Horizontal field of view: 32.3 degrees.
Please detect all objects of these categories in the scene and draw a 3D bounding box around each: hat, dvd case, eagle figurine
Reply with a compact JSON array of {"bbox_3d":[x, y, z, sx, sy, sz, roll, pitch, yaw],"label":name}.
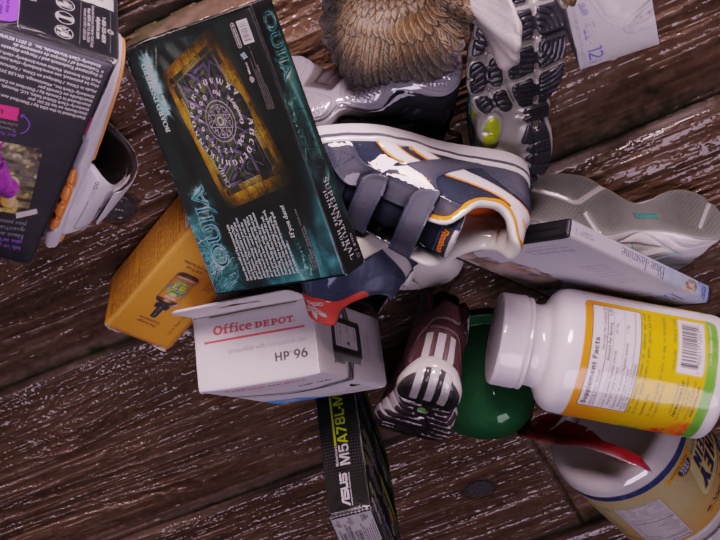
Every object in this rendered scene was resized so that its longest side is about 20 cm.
[{"bbox_3d":[0.130,0.154,1.188,0.165,0.177,0.200,20,129,-27],"label":"hat"},{"bbox_3d":[0.192,0.001,1.091,0.199,0.018,0.142,21,161,-37],"label":"dvd case"},{"bbox_3d":[0.041,-0.202,0.824,0.198,0.153,0.151,0,180,15],"label":"eagle figurine"}]

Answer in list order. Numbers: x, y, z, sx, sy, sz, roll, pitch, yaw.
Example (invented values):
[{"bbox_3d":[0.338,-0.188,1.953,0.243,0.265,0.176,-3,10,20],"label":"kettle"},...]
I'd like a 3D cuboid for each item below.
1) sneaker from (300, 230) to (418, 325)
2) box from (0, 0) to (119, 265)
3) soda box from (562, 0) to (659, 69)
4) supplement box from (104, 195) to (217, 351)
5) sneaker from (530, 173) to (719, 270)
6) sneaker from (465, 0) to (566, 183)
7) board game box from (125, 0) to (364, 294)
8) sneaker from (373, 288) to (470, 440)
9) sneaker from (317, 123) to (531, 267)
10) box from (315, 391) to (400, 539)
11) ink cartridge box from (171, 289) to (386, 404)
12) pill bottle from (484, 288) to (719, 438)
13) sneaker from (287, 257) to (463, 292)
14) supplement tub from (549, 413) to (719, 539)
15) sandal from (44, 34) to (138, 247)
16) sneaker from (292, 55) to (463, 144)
[{"bbox_3d":[0.024,-0.016,1.016,0.199,0.075,0.085,-23,124,-38],"label":"sneaker"},{"bbox_3d":[-0.252,-0.122,0.881,0.105,0.123,0.200,15,131,-24],"label":"box"},{"bbox_3d":[0.158,-0.243,0.869,0.063,0.069,0.201,-17,135,8],"label":"soda box"},{"bbox_3d":[-0.138,-0.020,1.047,0.066,0.069,0.200,26,124,-30],"label":"supplement box"},{"bbox_3d":[0.219,-0.031,1.095,0.198,0.071,0.080,8,141,-16],"label":"sneaker"},{"bbox_3d":[0.104,-0.149,0.945,0.077,0.080,0.201,-13,141,-11],"label":"sneaker"},{"bbox_3d":[-0.087,-0.085,0.909,0.134,0.028,0.202,-8,108,38],"label":"board game box"},{"bbox_3d":[0.068,0.084,1.152,0.075,0.116,0.200,16,158,-3],"label":"sneaker"},{"bbox_3d":[0.034,-0.054,0.925,0.198,0.080,0.079,5,148,-9],"label":"sneaker"},{"bbox_3d":[0.000,0.205,1.208,0.047,0.194,0.201,-15,137,3],"label":"box"},{"bbox_3d":[-0.067,0.070,1.072,0.115,0.069,0.200,-11,167,20],"label":"ink cartridge box"},{"bbox_3d":[0.215,0.078,1.105,0.198,0.112,0.112,11,134,-2],"label":"pill bottle"},{"bbox_3d":[0.000,0.000,1.074,0.198,0.085,0.073,5,126,-16],"label":"sneaker"},{"bbox_3d":[0.300,0.201,1.290,0.144,0.145,0.200,-30,133,20],"label":"supplement tub"},{"bbox_3d":[-0.195,-0.088,0.950,0.059,0.080,0.207,12,137,-23],"label":"sandal"},{"bbox_3d":[-0.013,-0.108,0.970,0.198,0.076,0.114,-11,137,2],"label":"sneaker"}]
